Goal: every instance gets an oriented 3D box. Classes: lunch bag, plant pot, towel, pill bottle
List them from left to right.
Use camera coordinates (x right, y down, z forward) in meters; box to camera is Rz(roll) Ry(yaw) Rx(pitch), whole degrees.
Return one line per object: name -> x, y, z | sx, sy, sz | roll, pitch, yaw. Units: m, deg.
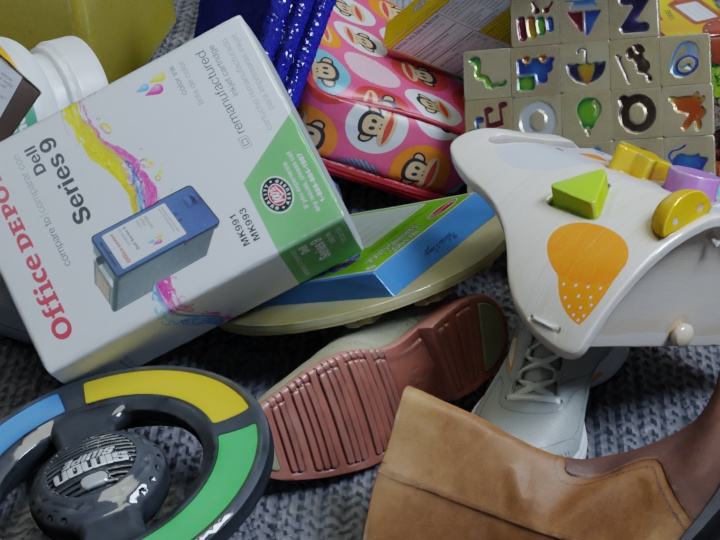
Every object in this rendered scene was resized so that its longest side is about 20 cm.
pill bottle -> -0.277, -0.098, 1.473 | 0.200, 0.113, 0.113 | -19, 38, -29
plant pot -> -0.267, -0.243, 1.640 | 0.199, 0.177, 0.200 | 7, 33, 11
towel -> -0.076, -0.142, 1.471 | 0.049, 0.148, 0.200 | 15, 0, -20
lunch bag -> 0.017, -0.131, 1.535 | 0.176, 0.082, 0.200 | 16, 29, -19

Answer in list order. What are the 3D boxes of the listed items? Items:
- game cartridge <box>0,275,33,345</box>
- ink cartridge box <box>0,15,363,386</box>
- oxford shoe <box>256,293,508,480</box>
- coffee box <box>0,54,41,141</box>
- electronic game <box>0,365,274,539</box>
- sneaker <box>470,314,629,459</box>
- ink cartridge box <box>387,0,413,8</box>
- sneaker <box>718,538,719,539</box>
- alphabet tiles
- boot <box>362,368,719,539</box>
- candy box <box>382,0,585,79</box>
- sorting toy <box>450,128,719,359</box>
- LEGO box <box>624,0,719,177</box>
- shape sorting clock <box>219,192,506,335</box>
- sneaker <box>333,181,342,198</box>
game cartridge -> -0.185, -0.014, 1.417 | 0.133, 0.041, 0.200 | 19, 37, 20
ink cartridge box -> -0.121, -0.037, 1.276 | 0.200, 0.088, 0.146 | -27, 76, 2
oxford shoe -> -0.002, 0.070, 1.278 | 0.200, 0.071, 0.074 | -23, 18, -36
coffee box -> -0.302, -0.058, 1.325 | 0.114, 0.080, 0.200 | 10, 63, 55
electronic game -> -0.144, 0.118, 1.171 | 0.199, 0.042, 0.200 | -12, 33, 8
sneaker -> 0.111, 0.049, 1.272 | 0.075, 0.092, 0.200 | 10, 34, 15
ink cartridge box -> 0.005, -0.227, 1.721 | 0.199, 0.067, 0.117 | 0, 32, 1
sneaker -> 0.238, 0.098, 1.222 | 0.098, 0.071, 0.200 | 20, 41, 40
alphabet tiles -> 0.150, -0.084, 1.398 | 0.166, 0.201, 0.006 | -3, -5, 16
boot -> 0.114, 0.102, 1.149 | 0.200, 0.189, 0.068 | 17, -2, 25
candy box -> 0.110, -0.185, 1.442 | 0.102, 0.200, 0.026 | 22, 59, -25
sorting toy -> 0.147, -0.033, 1.254 | 0.200, 0.107, 0.180 | 1, 27, -45
LEGO box -> 0.197, -0.146, 1.524 | 0.077, 0.149, 0.200 | -4, 33, -8
shape sorting clock -> 0.000, 0.000, 1.355 | 0.199, 0.039, 0.200 | -18, 14, 5
sneaker -> -0.083, -0.044, 1.399 | 0.066, 0.079, 0.200 | -21, 6, 39
